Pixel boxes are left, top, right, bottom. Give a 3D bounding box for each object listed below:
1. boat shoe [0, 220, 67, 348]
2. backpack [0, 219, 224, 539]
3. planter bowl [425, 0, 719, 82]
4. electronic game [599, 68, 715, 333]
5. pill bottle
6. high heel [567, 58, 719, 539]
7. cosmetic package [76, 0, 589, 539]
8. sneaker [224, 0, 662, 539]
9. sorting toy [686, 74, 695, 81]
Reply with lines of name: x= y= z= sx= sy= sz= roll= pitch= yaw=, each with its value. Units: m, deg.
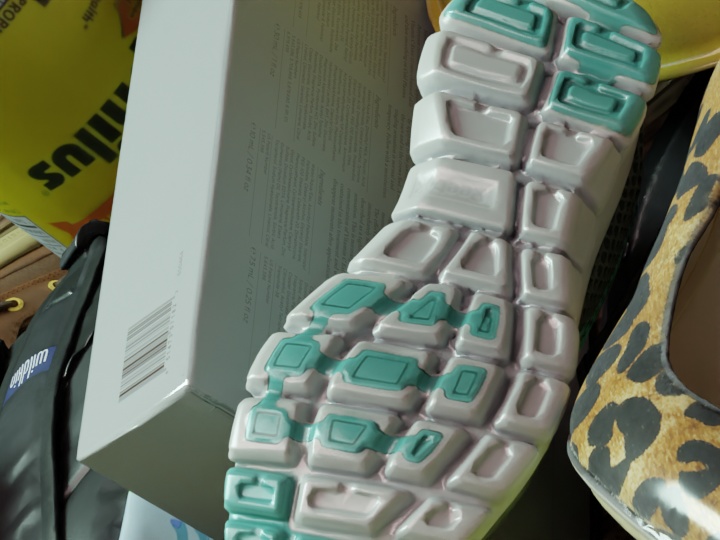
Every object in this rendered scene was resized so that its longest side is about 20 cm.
boat shoe: x=-0.135 y=0.044 z=0.938 sx=0.068 sy=0.072 sz=0.200 roll=22 pitch=46 yaw=36
backpack: x=-0.065 y=0.098 z=0.801 sx=0.163 sy=0.154 sz=0.200 roll=-43 pitch=15 yaw=28
planter bowl: x=0.090 y=-0.149 z=0.789 sx=0.200 sy=0.083 sz=0.201 roll=-22 pitch=35 yaw=16
electronic game: x=0.138 y=-0.015 z=0.740 sx=0.200 sy=0.042 sz=0.200 roll=-37 pitch=36 yaw=34
pill bottle: x=-0.078 y=-0.057 z=0.894 sx=0.109 sy=0.200 sz=0.109 roll=-31 pitch=39 yaw=29
high heel: x=0.109 y=-0.002 z=0.639 sx=0.143 sy=0.071 sz=0.200 roll=-60 pitch=15 yaw=13
cosmetic package: x=0.000 y=0.000 z=0.792 sx=0.052 sy=0.151 sz=0.200 roll=-34 pitch=36 yaw=36
sneaker: x=0.029 y=0.021 z=0.705 sx=0.078 sy=0.091 sz=0.200 roll=18 pitch=58 yaw=19
sorting toy: x=0.152 y=-0.172 z=0.875 sx=0.185 sy=0.036 sz=0.200 roll=-37 pitch=36 yaw=21
